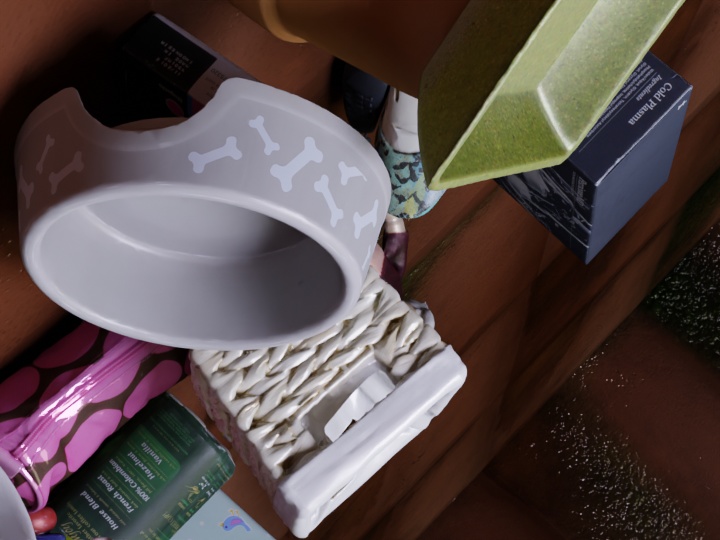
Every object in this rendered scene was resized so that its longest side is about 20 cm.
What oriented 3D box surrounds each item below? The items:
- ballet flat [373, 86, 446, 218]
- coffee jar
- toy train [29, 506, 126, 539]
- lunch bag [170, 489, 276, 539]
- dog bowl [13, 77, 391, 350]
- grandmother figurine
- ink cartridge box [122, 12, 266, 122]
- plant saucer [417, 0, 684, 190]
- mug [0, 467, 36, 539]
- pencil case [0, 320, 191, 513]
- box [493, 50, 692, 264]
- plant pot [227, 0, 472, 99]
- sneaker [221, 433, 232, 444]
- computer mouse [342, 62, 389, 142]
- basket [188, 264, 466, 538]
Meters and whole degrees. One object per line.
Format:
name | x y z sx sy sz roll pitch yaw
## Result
ballet flat | 0.050 -0.136 0.985 0.074 0.073 0.202 79 29 -71
coffee jar | -0.194 0.194 1.140 0.200 0.085 0.104 -46 167 -13
toy train | -0.208 0.198 0.967 0.116 0.197 0.086 79 12 -83
lunch bag | -0.171 0.282 1.247 0.200 0.170 0.122 -46 166 -16
dog bowl | -0.084 -0.021 0.746 0.201 0.197 0.059 98 -4 -63
grandmother figurine | 0.000 0.000 1.084 0.122 0.060 0.201 -52 133 -20
ink cartridge box | -0.085 -0.054 0.828 0.037 0.094 0.201 -50 166 -23
plant saucer | 0.111 -0.140 0.730 0.201 0.048 0.199 -55 162 23
mug | -0.295 0.160 0.735 0.175 0.148 0.199 -44 135 13
pencil case | -0.163 0.066 0.925 0.200 0.091 0.093 -43 -161 -24
box | 0.146 -0.126 1.118 0.104 0.182 0.200 -45 163 -7
plant pot | 0.035 -0.182 0.772 0.200 0.140 0.201 -42 163 -16
sneaker | -0.053 0.078 1.267 0.201 0.071 0.082 -55 157 13
computer mouse | -0.001 -0.114 1.046 0.200 0.034 0.059 108 2 -64
basket | -0.027 0.076 0.923 0.135 0.124 0.200 -39 171 -11
